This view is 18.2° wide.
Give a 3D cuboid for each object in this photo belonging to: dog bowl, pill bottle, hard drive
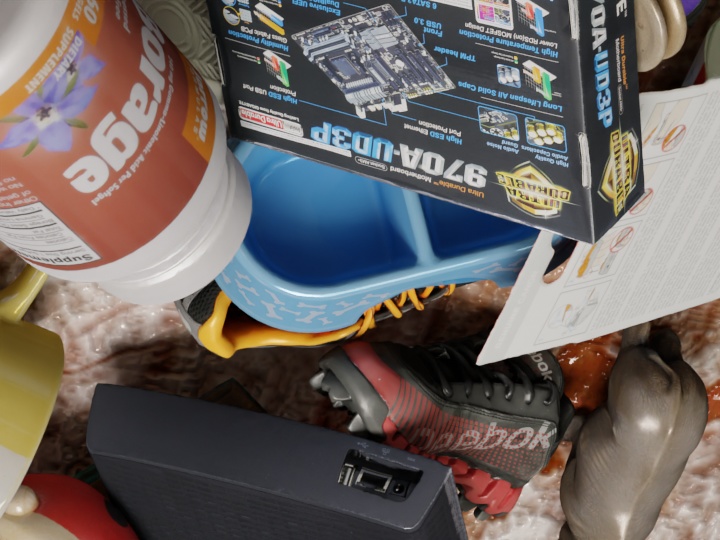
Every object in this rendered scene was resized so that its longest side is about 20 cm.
[{"bbox_3d":[0.021,-0.039,1.077,0.200,0.112,0.050,-13,172,-6],"label":"dog bowl"},{"bbox_3d":[-0.125,-0.065,0.937,0.112,0.112,0.200,-27,146,11],"label":"pill bottle"},{"bbox_3d":[-0.042,0.127,1.152,0.200,0.042,0.135,11,141,23],"label":"hard drive"}]

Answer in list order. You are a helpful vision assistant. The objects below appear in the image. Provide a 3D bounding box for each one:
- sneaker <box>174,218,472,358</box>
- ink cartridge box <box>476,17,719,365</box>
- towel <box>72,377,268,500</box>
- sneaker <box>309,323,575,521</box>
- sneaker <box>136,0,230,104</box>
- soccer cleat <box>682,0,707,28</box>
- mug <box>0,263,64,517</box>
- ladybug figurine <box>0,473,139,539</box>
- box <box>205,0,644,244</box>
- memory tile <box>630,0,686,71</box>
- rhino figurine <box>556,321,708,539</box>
[{"bbox_3d":[0.000,0.000,1.133,0.200,0.077,0.078,-14,127,-1],"label":"sneaker"},{"bbox_3d":[0.139,-0.043,1.082,0.200,0.047,0.160,-13,138,-42],"label":"ink cartridge box"},{"bbox_3d":[-0.110,0.153,1.267,0.200,0.022,0.147,-33,125,14],"label":"towel"},{"bbox_3d":[0.050,0.065,1.174,0.098,0.071,0.200,-43,146,10],"label":"sneaker"},{"bbox_3d":[-0.145,-0.115,1.032,0.200,0.075,0.084,20,142,-29],"label":"sneaker"},{"bbox_3d":[0.064,-0.133,1.048,0.200,0.068,0.073,-6,131,-1],"label":"soccer cleat"},{"bbox_3d":[-0.242,0.047,1.112,0.153,0.187,0.149,31,150,-19],"label":"mug"},{"bbox_3d":[-0.155,0.174,1.194,0.136,0.072,0.200,26,145,24],"label":"ladybug figurine"},{"bbox_3d":[0.021,-0.110,0.956,0.200,0.046,0.159,18,133,32],"label":"box"},{"bbox_3d":[0.060,-0.179,0.938,0.017,0.200,0.153,-34,142,-26],"label":"memory tile"},{"bbox_3d":[0.138,0.116,1.238,0.060,0.088,0.200,7,125,-14],"label":"rhino figurine"}]
